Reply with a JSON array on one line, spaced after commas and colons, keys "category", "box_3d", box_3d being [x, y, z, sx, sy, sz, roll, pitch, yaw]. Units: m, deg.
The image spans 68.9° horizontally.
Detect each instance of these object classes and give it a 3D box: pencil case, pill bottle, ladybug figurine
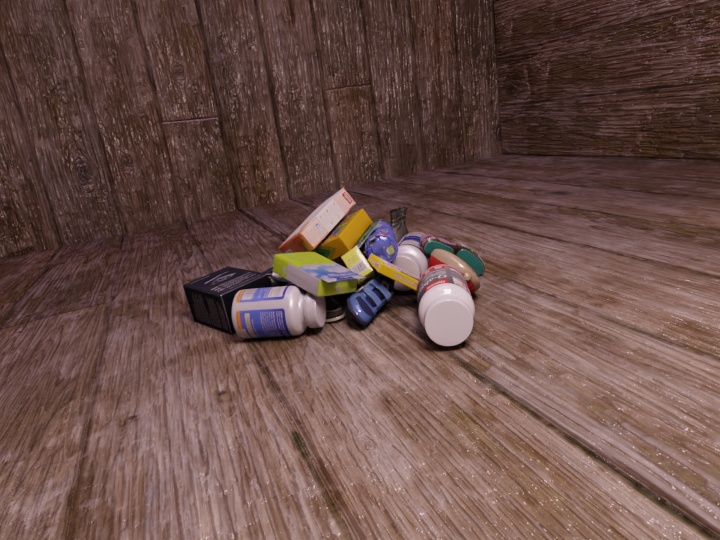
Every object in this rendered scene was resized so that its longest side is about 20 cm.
[{"category": "pencil case", "box_3d": [0.050, -0.073, 1.358, 0.085, 0.079, 0.200, -10, 15, 3]}, {"category": "pill bottle", "box_3d": [0.134, -0.024, 1.414, 0.114, 0.118, 0.200, -2, 18, 20]}, {"category": "pill bottle", "box_3d": [-0.183, 0.094, 1.198, 0.196, 0.114, 0.112, -4, 17, 12]}, {"category": "ladybug figurine", "box_3d": [0.217, 0.012, 1.264, 0.072, 0.135, 0.200, -48, 8, -2]}, {"category": "pill bottle", "box_3d": [0.175, 0.070, 1.086, 0.114, 0.118, 0.200, -7, 17, 6]}]

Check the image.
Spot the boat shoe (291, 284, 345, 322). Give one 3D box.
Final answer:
[{"category": "boat shoe", "box_3d": [-0.113, 0.079, 1.299, 0.071, 0.062, 0.199, -21, 20, -37]}]

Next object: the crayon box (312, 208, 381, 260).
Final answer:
[{"category": "crayon box", "box_3d": [-0.051, -0.087, 1.366, 0.198, 0.052, 0.126, -20, 26, 47]}]

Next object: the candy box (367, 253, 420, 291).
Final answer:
[{"category": "candy box", "box_3d": [0.115, 0.021, 1.246, 0.198, 0.027, 0.102, 26, 5, -18]}]

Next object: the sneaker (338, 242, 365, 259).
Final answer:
[{"category": "sneaker", "box_3d": [-0.013, -0.084, 1.485, 0.085, 0.082, 0.200, -12, 10, 25]}]

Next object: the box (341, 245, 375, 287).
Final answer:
[{"category": "box", "box_3d": [0.000, 0.000, 1.314, 0.050, 0.076, 0.200, -34, -9, -2]}]

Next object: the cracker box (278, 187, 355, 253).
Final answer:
[{"category": "cracker box", "box_3d": [-0.114, -0.119, 1.385, 0.133, 0.058, 0.201, -25, 22, 54]}]

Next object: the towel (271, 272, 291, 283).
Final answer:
[{"category": "towel", "box_3d": [-0.117, 0.021, 1.376, 0.196, 0.049, 0.171, 10, 3, 10]}]

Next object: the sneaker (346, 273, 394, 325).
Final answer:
[{"category": "sneaker", "box_3d": [0.028, 0.059, 1.226, 0.082, 0.074, 0.200, -38, 7, 25]}]

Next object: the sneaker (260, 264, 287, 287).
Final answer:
[{"category": "sneaker", "box_3d": [-0.236, 0.023, 1.488, 0.200, 0.078, 0.146, -29, 12, -25]}]

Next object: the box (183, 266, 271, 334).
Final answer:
[{"category": "box", "box_3d": [-0.339, 0.070, 1.356, 0.198, 0.106, 0.147, 8, 27, 45]}]

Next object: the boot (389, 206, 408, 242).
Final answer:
[{"category": "boot", "box_3d": [0.111, -0.139, 1.773, 0.067, 0.133, 0.200, -1, 18, 25]}]

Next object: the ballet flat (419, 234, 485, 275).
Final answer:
[{"category": "ballet flat", "box_3d": [0.242, -0.050, 1.386, 0.197, 0.070, 0.072, 21, 28, -17]}]

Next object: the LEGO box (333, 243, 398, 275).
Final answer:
[{"category": "LEGO box", "box_3d": [0.010, -0.029, 1.557, 0.198, 0.079, 0.148, 6, 22, 42]}]

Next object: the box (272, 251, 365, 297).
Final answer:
[{"category": "box", "box_3d": [-0.097, 0.008, 1.205, 0.121, 0.049, 0.199, -6, 23, -44]}]
